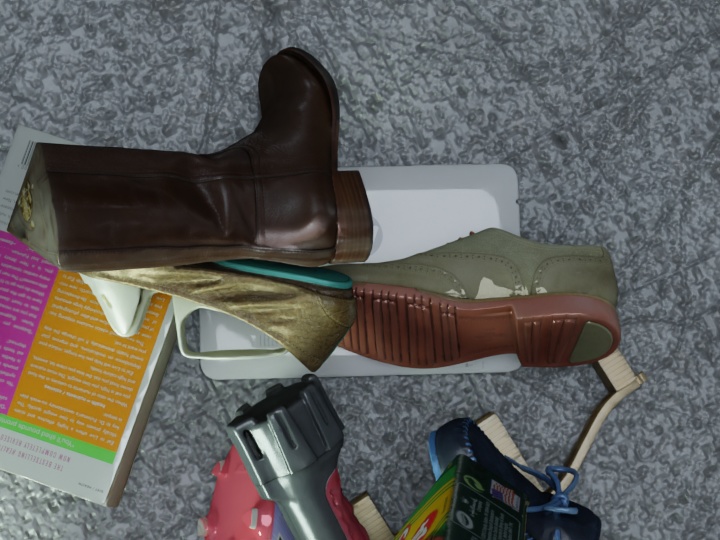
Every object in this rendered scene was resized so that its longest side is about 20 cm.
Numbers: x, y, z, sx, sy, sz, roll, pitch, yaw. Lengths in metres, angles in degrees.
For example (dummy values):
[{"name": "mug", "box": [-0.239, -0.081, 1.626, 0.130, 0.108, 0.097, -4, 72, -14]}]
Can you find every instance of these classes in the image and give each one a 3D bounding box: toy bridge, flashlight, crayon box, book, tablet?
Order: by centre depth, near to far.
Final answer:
[{"name": "crayon box", "box": [0.014, 0.209, 1.139, 0.051, 0.127, 0.200, 33, 108, -4]}, {"name": "flashlight", "box": [-0.003, 0.157, 1.226, 0.068, 0.068, 0.200, -22, 103, 13]}, {"name": "book", "box": [-0.177, 0.027, 1.264, 0.133, 0.048, 0.200, 19, 84, 6]}, {"name": "toy bridge", "box": [0.092, 0.118, 1.281, 0.200, 0.027, 0.067, -32, 90, -6]}, {"name": "tablet", "box": [0.000, 0.000, 1.294, 0.200, 0.014, 0.130, -1, 84, -4]}]

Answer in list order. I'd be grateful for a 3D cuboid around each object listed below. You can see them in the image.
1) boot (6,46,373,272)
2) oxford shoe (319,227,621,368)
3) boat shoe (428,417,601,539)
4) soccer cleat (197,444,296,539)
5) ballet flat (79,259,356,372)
[{"name": "boot", "box": [-0.108, -0.067, 1.208, 0.200, 0.187, 0.064, -3, 129, -18]}, {"name": "oxford shoe", "box": [0.057, 0.013, 1.267, 0.200, 0.071, 0.074, 5, 54, 2]}, {"name": "boat shoe", "box": [0.114, 0.156, 1.234, 0.069, 0.084, 0.200, -26, 120, 22]}, {"name": "soccer cleat", "box": [-0.052, 0.195, 1.256, 0.076, 0.067, 0.200, 10, 73, -38]}, {"name": "ballet flat", "box": [-0.102, 0.012, 1.219, 0.200, 0.068, 0.072, 17, 99, 3]}]
